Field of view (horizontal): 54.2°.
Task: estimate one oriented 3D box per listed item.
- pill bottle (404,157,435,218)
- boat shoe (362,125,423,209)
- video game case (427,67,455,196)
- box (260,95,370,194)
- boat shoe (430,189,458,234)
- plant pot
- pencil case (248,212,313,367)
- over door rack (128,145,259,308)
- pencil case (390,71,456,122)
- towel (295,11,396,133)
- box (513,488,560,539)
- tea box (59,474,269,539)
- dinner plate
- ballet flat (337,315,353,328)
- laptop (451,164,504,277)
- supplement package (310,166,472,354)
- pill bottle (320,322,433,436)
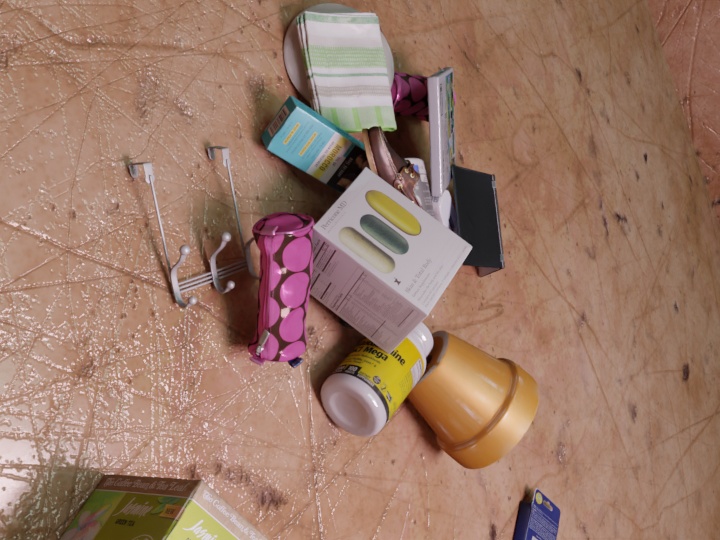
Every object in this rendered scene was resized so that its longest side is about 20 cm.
[{"bbox_3d":[0.073,-0.084,1.216,0.114,0.114,0.200,-8,87,-48],"label":"pill bottle"},{"bbox_3d":[0.059,-0.139,1.091,0.070,0.070,0.200,-87,159,-49],"label":"boat shoe"},{"bbox_3d":[0.145,-0.250,1.249,0.182,0.022,0.200,-54,142,-65],"label":"video game case"},{"bbox_3d":[-0.051,-0.184,1.105,0.200,0.082,0.049,27,21,-33],"label":"box"},{"bbox_3d":[0.143,-0.074,1.327,0.072,0.068,0.200,-63,148,-30],"label":"boat shoe"},{"bbox_3d":[0.172,0.208,1.217,0.183,0.200,0.200,40,53,-15],"label":"plant pot"},{"bbox_3d":[-0.110,0.025,0.947,0.094,0.091,0.200,-20,120,-50],"label":"pencil case"},{"bbox_3d":[-0.205,-0.066,0.942,0.148,0.067,0.200,-24,99,-48],"label":"over door rack"},{"bbox_3d":[0.093,-0.319,1.316,0.200,0.094,0.091,-7,42,-48],"label":"pencil case"},{"bbox_3d":[-0.019,-0.324,1.146,0.149,0.031,0.200,-9,86,-24],"label":"towel"},{"bbox_3d":[0.357,0.563,1.441,0.121,0.032,0.200,45,53,-32],"label":"box"},{"bbox_3d":[-0.229,0.331,0.725,0.134,0.200,0.197,53,47,-25],"label":"tea box"},{"bbox_3d":[-0.030,-0.355,1.175,0.200,0.024,0.201,3,82,-23],"label":"dinner plate"},{"bbox_3d":[0.000,0.000,1.157,0.066,0.057,0.200,21,62,-40],"label":"ballet flat"},{"bbox_3d":[0.211,-0.090,1.378,0.116,0.200,0.188,-3,82,-11],"label":"laptop"},{"bbox_3d":[0.026,-0.013,1.054,0.200,0.151,0.152,37,56,1],"label":"supplement package"},{"bbox_3d":[0.034,0.159,1.119,0.200,0.112,0.113,-44,114,-44],"label":"pill bottle"}]
